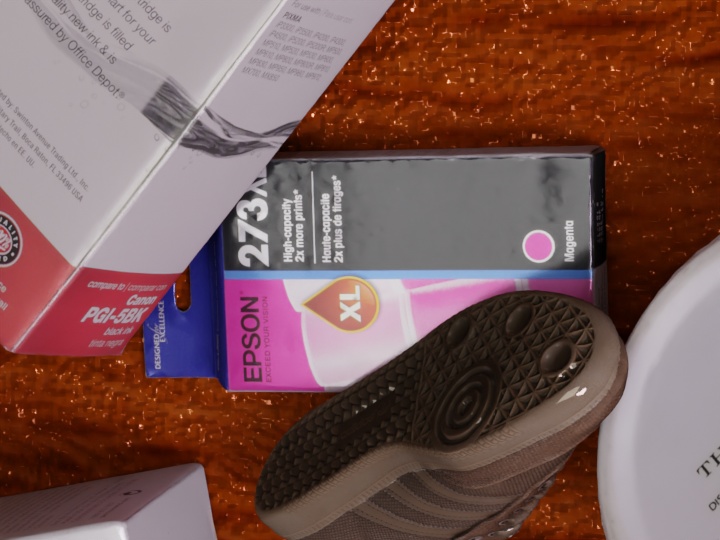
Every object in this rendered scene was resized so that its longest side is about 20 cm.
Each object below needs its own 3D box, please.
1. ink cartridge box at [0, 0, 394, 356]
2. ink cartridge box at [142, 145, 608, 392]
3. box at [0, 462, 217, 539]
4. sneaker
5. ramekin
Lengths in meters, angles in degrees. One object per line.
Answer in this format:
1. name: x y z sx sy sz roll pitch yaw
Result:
1. ink cartridge box: -0.099 -0.088 0.929 0.147 0.083 0.200 46 107 22
2. ink cartridge box: 0.000 0.000 0.959 0.199 0.037 0.095 0 98 17
3. box: -0.154 0.178 0.987 0.199 0.106 0.153 -10 96 16
4. sneaker: 0.044 0.067 0.910 0.075 0.071 0.200 33 145 -25
5. ramekin: 0.173 0.067 0.839 0.202 0.094 0.204 -17 64 38
